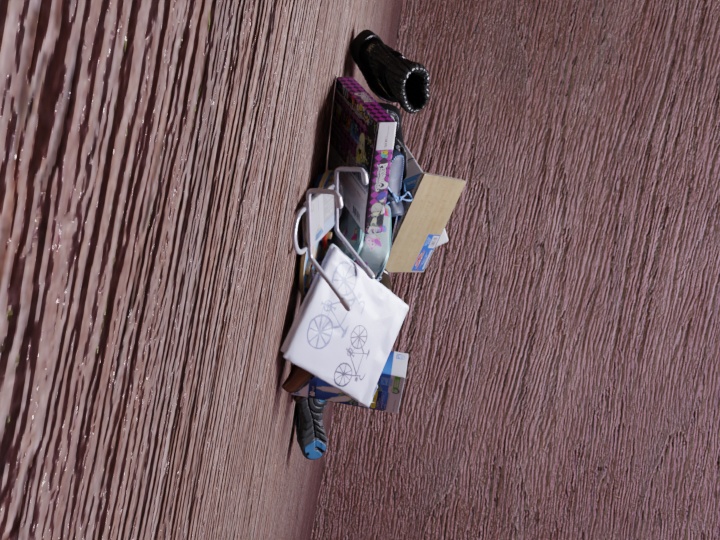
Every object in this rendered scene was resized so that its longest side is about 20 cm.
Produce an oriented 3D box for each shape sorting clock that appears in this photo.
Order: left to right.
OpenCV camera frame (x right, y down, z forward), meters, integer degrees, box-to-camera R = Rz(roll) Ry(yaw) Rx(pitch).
[{"bbox_3d":[-0.065,-0.059,1.229,0.200,0.039,0.204,10,90,-88],"label":"shape sorting clock"}]

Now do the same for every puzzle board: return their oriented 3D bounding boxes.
[{"bbox_3d":[0.115,-0.087,1.467,0.150,0.017,0.202,-1,120,-53],"label":"puzzle board"}]

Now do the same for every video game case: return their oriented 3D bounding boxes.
[{"bbox_3d":[-0.003,-0.186,1.226,0.201,0.035,0.184,-123,-147,-53],"label":"video game case"}]

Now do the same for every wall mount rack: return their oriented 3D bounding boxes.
[{"bbox_3d":[-0.031,-0.049,1.122,0.200,0.073,0.177,-50,142,-60],"label":"wall mount rack"}]

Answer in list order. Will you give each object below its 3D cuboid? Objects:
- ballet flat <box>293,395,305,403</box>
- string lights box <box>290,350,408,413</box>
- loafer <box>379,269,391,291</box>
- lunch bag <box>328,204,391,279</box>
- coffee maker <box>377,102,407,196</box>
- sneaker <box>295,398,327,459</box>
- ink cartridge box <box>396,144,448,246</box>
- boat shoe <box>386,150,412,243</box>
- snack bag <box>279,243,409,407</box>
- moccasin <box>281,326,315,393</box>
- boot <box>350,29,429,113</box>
[{"bbox_3d":[-0.076,0.184,1.510,0.067,0.046,0.200,-37,-174,46],"label":"ballet flat"},{"bbox_3d":[-0.021,0.184,1.374,0.059,0.196,0.104,-78,177,-48],"label":"string lights box"},{"bbox_3d":[-0.022,0.073,1.409,0.200,0.073,0.071,-43,-148,5],"label":"loafer"},{"bbox_3d":[-0.022,-0.026,1.335,0.200,0.076,0.162,-50,-153,41],"label":"lunch bag"},{"bbox_3d":[0.035,-0.245,1.473,0.201,0.133,0.194,-93,-151,-56],"label":"coffee maker"},{"bbox_3d":[-0.106,0.278,1.581,0.082,0.072,0.204,-157,-108,-64],"label":"sneaker"},{"bbox_3d":[0.101,-0.148,1.598,0.201,0.083,0.147,-110,177,-58],"label":"ink cartridge box"},{"bbox_3d":[0.054,-0.115,1.383,0.083,0.068,0.203,-21,132,-39],"label":"boat shoe"},{"bbox_3d":[-0.016,0.089,1.205,0.021,0.199,0.191,4,-116,50],"label":"snack bag"},{"bbox_3d":[-0.076,0.094,1.216,0.204,0.077,0.074,-64,-168,-8],"label":"moccasin"},{"bbox_3d":[0.077,-0.345,1.440,0.080,0.158,0.210,-52,150,7],"label":"boot"}]
